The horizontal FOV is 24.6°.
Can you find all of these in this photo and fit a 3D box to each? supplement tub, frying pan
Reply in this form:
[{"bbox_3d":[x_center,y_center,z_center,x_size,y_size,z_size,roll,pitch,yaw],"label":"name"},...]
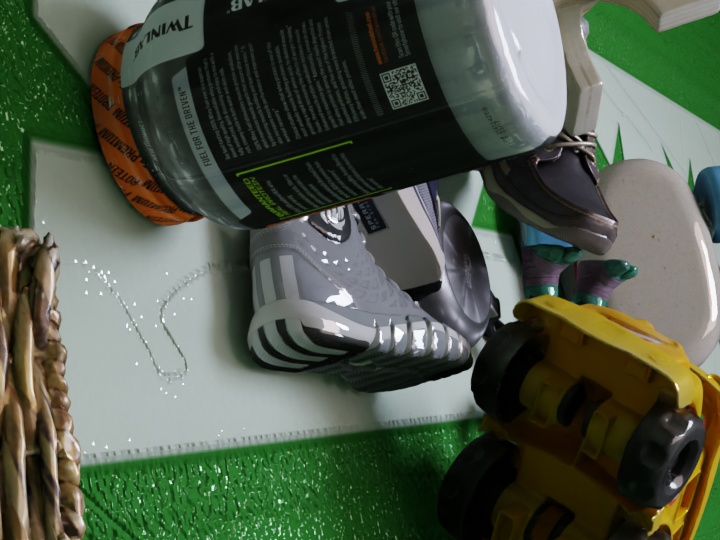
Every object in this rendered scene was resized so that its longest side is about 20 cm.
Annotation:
[{"bbox_3d":[-0.016,-0.091,0.756,0.122,0.199,0.124,-14,90,-69],"label":"supplement tub"},{"bbox_3d":[0.076,0.029,1.139,0.191,0.031,0.115,57,30,-33],"label":"frying pan"}]

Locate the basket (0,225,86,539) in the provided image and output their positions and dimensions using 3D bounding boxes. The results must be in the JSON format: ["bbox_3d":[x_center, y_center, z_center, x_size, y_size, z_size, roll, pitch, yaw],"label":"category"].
[{"bbox_3d":[-0.165,0.097,0.466,0.142,0.149,0.202,0,73,-33],"label":"basket"}]

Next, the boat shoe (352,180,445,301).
[{"bbox_3d":[-0.004,-0.080,0.965,0.093,0.074,0.201,-88,161,-49],"label":"boat shoe"}]

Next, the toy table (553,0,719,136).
[{"bbox_3d":[0.129,-0.189,1.075,0.200,0.183,0.118,67,-3,-58],"label":"toy table"}]

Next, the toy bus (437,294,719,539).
[{"bbox_3d":[0.161,0.106,0.997,0.191,0.135,0.201,-18,129,-45],"label":"toy bus"}]

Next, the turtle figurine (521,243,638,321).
[{"bbox_3d":[0.142,0.088,1.156,0.149,0.100,0.202,17,78,-58],"label":"turtle figurine"}]

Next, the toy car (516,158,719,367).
[{"bbox_3d":[0.220,0.016,1.364,0.200,0.183,0.178,106,-25,-76],"label":"toy car"}]

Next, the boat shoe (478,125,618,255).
[{"bbox_3d":[0.126,-0.079,1.156,0.074,0.074,0.200,18,19,-30],"label":"boat shoe"}]

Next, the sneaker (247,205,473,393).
[{"bbox_3d":[0.000,0.000,0.909,0.200,0.075,0.116,21,55,-63],"label":"sneaker"}]

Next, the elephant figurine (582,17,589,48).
[{"bbox_3d":[0.079,-0.235,1.187,0.141,0.155,0.201,-37,147,-32],"label":"elephant figurine"}]

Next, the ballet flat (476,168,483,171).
[{"bbox_3d":[0.025,-0.126,1.094,0.200,0.046,0.068,40,64,-47],"label":"ballet flat"}]
